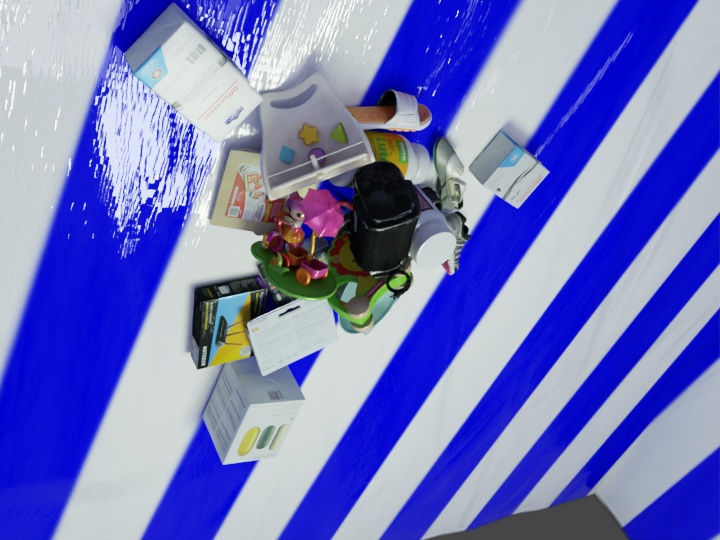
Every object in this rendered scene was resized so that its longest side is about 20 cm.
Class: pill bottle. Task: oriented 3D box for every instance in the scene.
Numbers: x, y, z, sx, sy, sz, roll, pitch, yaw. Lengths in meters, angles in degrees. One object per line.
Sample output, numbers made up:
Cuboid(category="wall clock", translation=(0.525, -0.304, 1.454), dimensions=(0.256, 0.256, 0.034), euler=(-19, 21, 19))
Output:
Cuboid(category="pill bottle", translation=(0.036, -0.216, 1.548), dimensions=(0.198, 0.111, 0.112), euler=(-1, 130, -35))
Cuboid(category="pill bottle", translation=(0.110, -0.103, 1.643), dimensions=(0.113, 0.201, 0.115), euler=(-19, 138, -18))

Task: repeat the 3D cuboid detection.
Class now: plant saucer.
Cuboid(category="plant saucer", translation=(0.015, 0.045, 1.735), dimensions=(0.199, 0.036, 0.202), euler=(-30, 138, -31))

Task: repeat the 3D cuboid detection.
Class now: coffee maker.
Cuboid(category="coffee maker", translation=(0.052, -0.080, 1.476), dimensions=(0.134, 0.192, 0.200), euler=(-40, 165, -17))

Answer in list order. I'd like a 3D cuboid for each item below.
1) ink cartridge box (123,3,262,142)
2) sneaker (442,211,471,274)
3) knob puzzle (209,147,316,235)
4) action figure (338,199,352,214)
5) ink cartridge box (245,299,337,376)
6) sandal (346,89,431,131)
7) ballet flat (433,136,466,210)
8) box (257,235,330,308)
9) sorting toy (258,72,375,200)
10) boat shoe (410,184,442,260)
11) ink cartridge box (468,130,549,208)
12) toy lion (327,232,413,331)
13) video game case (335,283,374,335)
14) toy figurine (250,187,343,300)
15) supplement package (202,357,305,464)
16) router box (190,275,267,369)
Cuboid(category="ink cartridge box", translation=(-0.263, -0.310, 1.261), dimensions=(0.116, 0.068, 0.200), euler=(-41, 140, 8))
Cuboid(category="sneaker", translation=(0.222, -0.067, 1.861), dimensions=(0.087, 0.074, 0.201), euler=(-32, 144, -13))
Cuboid(category="knob puzzle", translation=(-0.174, -0.151, 1.507), dimensions=(0.216, 0.031, 0.222), euler=(-8, 133, -9))
Cuboid(category="action figure", translation=(-0.068, -0.123, 1.620), dimensions=(0.199, 0.052, 0.066), euler=(13, 116, -45))
Cuboid(category="ink cartridge box", translation=(-0.152, 0.123, 1.728), dimensions=(0.198, 0.041, 0.201), euler=(-24, 141, -15))
Cuboid(category="sandal", translation=(0.052, -0.308, 1.495), dimensions=(0.204, 0.080, 0.060), euler=(-9, 137, -26))
Cuboid(category="ballet flat", translation=(0.200, -0.208, 1.705), dimensions=(0.068, 0.063, 0.201), euler=(-58, 153, -30))
Cuboid(category="box", translation=(-0.122, 0.028, 1.726), dimensions=(0.157, 0.049, 0.201), euler=(-28, 141, -8))
Cuboid(category="sorting toy", translation=(-0.094, -0.246, 1.394), dimensions=(0.197, 0.107, 0.182), euler=(-19, 98, 4))
Cuboid(category="boat shoe", translation=(0.129, -0.094, 1.778), dimensions=(0.073, 0.063, 0.203), euler=(-10, 136, -32))
Cuboid(category="ink cartridge box", translation=(0.353, -0.222, 1.805), dimensions=(0.199, 0.068, 0.116), euler=(22, 115, -46))
Cuboid(category="toy lion", translation=(0.000, 0.000, 1.613), dimensions=(0.200, 0.191, 0.069), euler=(-44, 148, -19))
Cuboid(category="video game case", translation=(0.030, 0.035, 1.808), dimensions=(0.182, 0.036, 0.200), euler=(-50, 145, -9))
Cuboid(category="toy figurine", translation=(-0.107, -0.076, 1.477), dimensions=(0.149, 0.199, 0.186), euler=(-20, 138, -50))
Cuboid(category="supplement package", translation=(-0.253, 0.324, 1.845), dimensions=(0.150, 0.151, 0.201), euler=(2, 128, -37))
Cuboid(category="router box", translation=(-0.285, 0.112, 1.689), dimensions=(0.147, 0.051, 0.202), euler=(-12, 135, -28))
